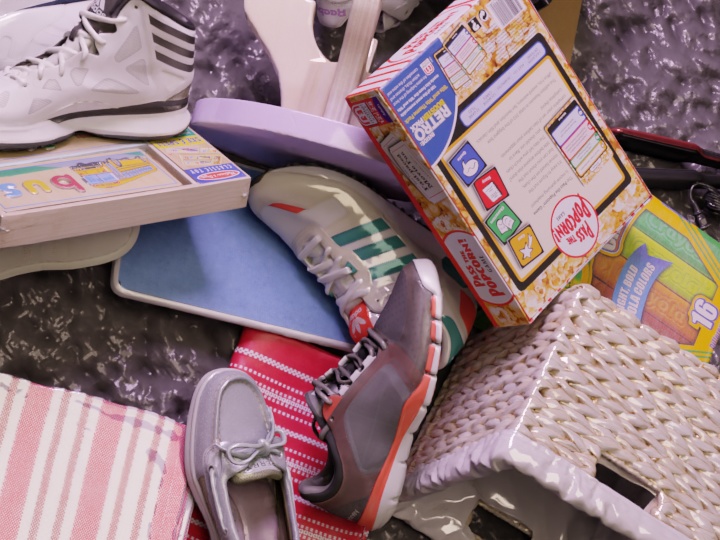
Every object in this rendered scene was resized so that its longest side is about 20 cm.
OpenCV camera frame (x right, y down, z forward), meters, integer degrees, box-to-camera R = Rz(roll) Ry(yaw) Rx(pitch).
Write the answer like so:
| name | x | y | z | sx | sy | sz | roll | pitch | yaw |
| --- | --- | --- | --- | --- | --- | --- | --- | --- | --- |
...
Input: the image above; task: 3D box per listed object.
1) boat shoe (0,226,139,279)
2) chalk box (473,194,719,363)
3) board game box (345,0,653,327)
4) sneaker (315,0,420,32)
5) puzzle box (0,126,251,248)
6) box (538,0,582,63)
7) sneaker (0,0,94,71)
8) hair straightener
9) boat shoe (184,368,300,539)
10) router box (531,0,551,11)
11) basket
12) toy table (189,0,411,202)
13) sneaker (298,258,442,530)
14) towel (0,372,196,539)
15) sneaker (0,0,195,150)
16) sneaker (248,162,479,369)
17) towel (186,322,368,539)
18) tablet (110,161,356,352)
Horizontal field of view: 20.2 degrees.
| name | x | y | z | sx | sy | sz | roll | pitch | yaw |
| --- | --- | --- | --- | --- | --- | --- | --- | --- | --- |
| boat shoe | -0.257 | -0.033 | 1.404 | 0.200 | 0.060 | 0.073 | -5 | 117 | -22 |
| chalk box | 0.171 | 0.004 | 1.549 | 0.199 | 0.124 | 0.125 | 33 | 65 | -13 |
| board game box | 0.101 | -0.085 | 1.426 | 0.151 | 0.046 | 0.201 | -42 | 107 | -28 |
| sneaker | 0.031 | -0.246 | 1.593 | 0.199 | 0.075 | 0.100 | -21 | 127 | -41 |
| puzzle box | -0.192 | -0.070 | 1.394 | 0.199 | 0.026 | 0.133 | -12 | 37 | -37 |
| box | 0.135 | -0.288 | 1.621 | 0.163 | 0.021 | 0.201 | 38 | 54 | -41 |
| sneaker | -0.224 | -0.158 | 1.447 | 0.199 | 0.076 | 0.081 | -20 | 94 | -26 |
| hair straightener | 0.284 | -0.062 | 1.671 | 0.199 | 0.041 | 0.078 | 11 | 72 | -26 |
| boat shoe | -0.073 | 0.166 | 1.400 | 0.074 | 0.065 | 0.204 | 3 | 77 | -40 |
| router box | 0.099 | -0.308 | 1.525 | 0.200 | 0.051 | 0.149 | 50 | 50 | -16 |
| basket | 0.159 | 0.137 | 1.468 | 0.197 | 0.200 | 0.162 | 32 | 64 | -14 |
| toy table | -0.013 | -0.132 | 1.482 | 0.199 | 0.184 | 0.118 | 18 | 80 | -10 |
| sneaker | 0.004 | 0.085 | 1.425 | 0.081 | 0.077 | 0.202 | 13 | 99 | -7 |
| towel | -0.214 | 0.155 | 1.389 | 0.199 | 0.030 | 0.147 | 17 | 69 | -13 |
| sneaker | -0.204 | -0.151 | 1.385 | 0.199 | 0.076 | 0.116 | -6 | 121 | -31 |
| sneaker | 0.000 | 0.000 | 1.477 | 0.199 | 0.070 | 0.094 | 30 | 54 | -14 |
| towel | -0.050 | 0.150 | 1.469 | 0.144 | 0.022 | 0.201 | 25 | 68 | -16 |
| tablet | -0.085 | -0.018 | 1.494 | 0.199 | 0.014 | 0.131 | 14 | 62 | -20 |
